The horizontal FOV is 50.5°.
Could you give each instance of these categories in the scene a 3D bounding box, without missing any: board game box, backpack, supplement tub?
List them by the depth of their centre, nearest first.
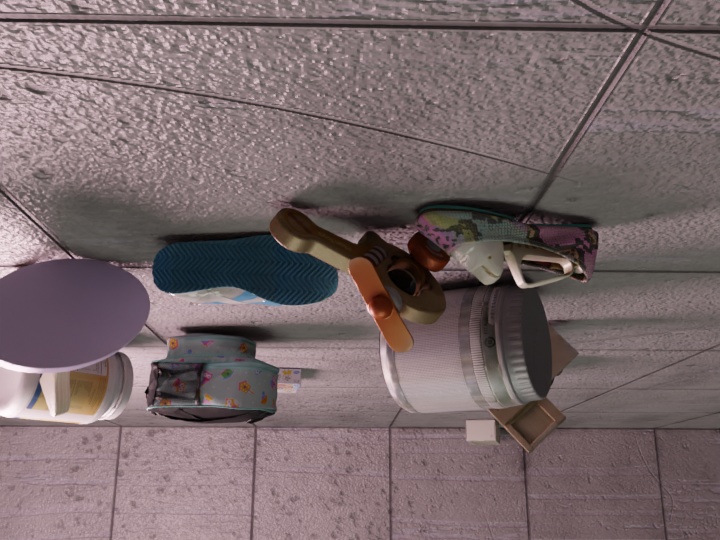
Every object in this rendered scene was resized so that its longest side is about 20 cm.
[{"bbox_3d":[-0.235,0.185,1.285,0.200,0.153,0.176,7,167,12],"label":"backpack"},{"bbox_3d":[-0.506,0.184,1.297,0.145,0.145,0.200,-13,158,37],"label":"supplement tub"},{"bbox_3d":[-0.234,0.239,1.665,0.200,0.034,0.134,3,163,-8],"label":"board game box"}]

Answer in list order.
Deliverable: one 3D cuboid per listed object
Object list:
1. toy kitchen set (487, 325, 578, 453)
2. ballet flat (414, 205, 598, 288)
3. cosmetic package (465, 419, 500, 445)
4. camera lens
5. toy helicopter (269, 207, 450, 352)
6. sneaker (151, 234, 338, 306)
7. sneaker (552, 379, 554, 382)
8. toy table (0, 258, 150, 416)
[{"bbox_3d":[0.270,0.177,1.272,0.163,0.200,0.180,-43,158,-1],"label":"toy kitchen set"},{"bbox_3d":[0.151,-0.019,0.759,0.200,0.071,0.069,6,163,-18],"label":"ballet flat"},{"bbox_3d":[0.429,0.565,2.662,0.105,0.071,0.200,-3,163,12],"label":"cosmetic package"},{"bbox_3d":[0.135,0.103,1.006,0.200,0.160,0.160,-9,161,27],"label":"camera lens"},{"bbox_3d":[0.000,0.000,0.757,0.200,0.132,0.079,26,124,-21],"label":"toy helicopter"},{"bbox_3d":[-0.121,0.003,0.846,0.200,0.077,0.081,5,172,6],"label":"sneaker"},{"bbox_3d":[0.291,0.218,1.539,0.108,0.067,0.201,5,165,-25],"label":"sneaker"},{"bbox_3d":[-0.362,0.069,0.898,0.200,0.184,0.117,1,157,-39],"label":"toy table"}]
